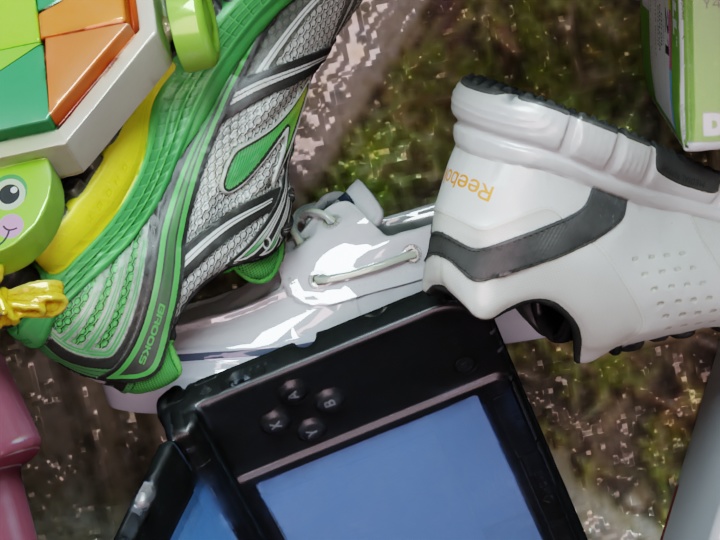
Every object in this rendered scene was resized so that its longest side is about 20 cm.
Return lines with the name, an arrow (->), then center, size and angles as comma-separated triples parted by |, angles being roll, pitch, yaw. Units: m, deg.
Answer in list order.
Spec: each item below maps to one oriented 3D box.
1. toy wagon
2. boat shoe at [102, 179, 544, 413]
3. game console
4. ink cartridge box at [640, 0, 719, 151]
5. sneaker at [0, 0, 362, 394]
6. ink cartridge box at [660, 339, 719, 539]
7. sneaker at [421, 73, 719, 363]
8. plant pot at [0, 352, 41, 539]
toy wagon -> -0.125, -0.078, 0.850 | 0.154, 0.040, 0.201 | -12, 64, 6
boat shoe -> 0.000, 0.000, 0.944 | 0.199, 0.074, 0.067 | -12, 102, -11
game console -> 0.000, 0.133, 0.913 | 0.175, 0.117, 0.200 | -22, 132, 3
ink cartridge box -> 0.175, -0.077, 0.852 | 0.147, 0.200, 0.076 | -3, 106, 0
sneaker -> -0.051, -0.047, 0.905 | 0.085, 0.078, 0.200 | 42, 75, -24
ink cartridge box -> 0.215, 0.119, 0.967 | 0.199, 0.084, 0.145 | 14, 104, -4
sneaker -> 0.096, -0.005, 0.901 | 0.199, 0.074, 0.080 | 17, 94, -37
plant pot -> -0.178, 0.136, 0.859 | 0.199, 0.200, 0.180 | -26, 86, 6
